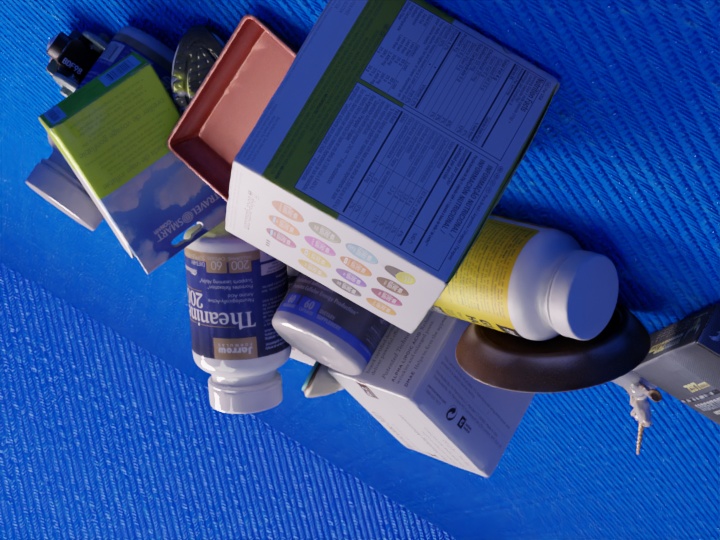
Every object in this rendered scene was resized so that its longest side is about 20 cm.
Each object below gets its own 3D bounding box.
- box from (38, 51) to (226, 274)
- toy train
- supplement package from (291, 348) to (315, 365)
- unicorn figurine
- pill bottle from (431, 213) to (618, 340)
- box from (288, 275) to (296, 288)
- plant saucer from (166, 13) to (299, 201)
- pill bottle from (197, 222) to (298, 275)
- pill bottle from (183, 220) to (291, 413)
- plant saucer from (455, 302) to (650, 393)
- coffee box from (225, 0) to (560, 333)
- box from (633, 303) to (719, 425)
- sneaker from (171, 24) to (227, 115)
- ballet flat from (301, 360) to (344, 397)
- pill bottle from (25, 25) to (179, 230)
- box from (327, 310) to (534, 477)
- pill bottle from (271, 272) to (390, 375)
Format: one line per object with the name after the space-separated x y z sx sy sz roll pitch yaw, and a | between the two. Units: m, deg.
-0.225 -0.108 1.545 0.048 0.122 0.200 40 163 52 | box
-0.274 -0.202 1.731 0.200 0.085 0.114 34 174 -12 | toy train
0.015 0.077 1.917 0.117 0.118 0.200 4 -171 -45 | supplement package
0.297 0.118 1.694 0.200 0.074 0.137 48 172 -7 | unicorn figurine
0.153 0.006 1.507 0.200 0.113 0.112 16 159 43 | pill bottle
-0.038 0.024 1.783 0.158 0.200 0.049 9 119 52 | box
-0.070 -0.125 1.464 0.200 0.037 0.200 42 132 2 | plant saucer
-0.098 -0.053 1.796 0.200 0.111 0.111 13 157 49 | pill bottle
-0.132 0.049 1.652 0.110 0.201 0.111 -3 -165 1 | pill bottle
0.195 0.065 1.541 0.200 0.200 0.032 16 122 43 | plant saucer
0.021 -0.095 1.271 0.197 0.200 0.200 30 165 1 | coffee box
0.378 0.109 1.523 0.157 0.051 0.200 33 165 -2 | box
-0.147 -0.178 1.568 0.074 0.085 0.200 -11 132 5 | sneaker
-0.014 0.095 1.751 0.069 0.200 0.070 5 118 10 | ballet flat
-0.264 -0.149 1.613 0.120 0.200 0.120 34 173 5 | pill bottle
0.101 0.094 1.717 0.130 0.200 0.199 16 158 42 | box
0.000 0.000 1.611 0.113 0.200 0.114 27 165 8 | pill bottle
